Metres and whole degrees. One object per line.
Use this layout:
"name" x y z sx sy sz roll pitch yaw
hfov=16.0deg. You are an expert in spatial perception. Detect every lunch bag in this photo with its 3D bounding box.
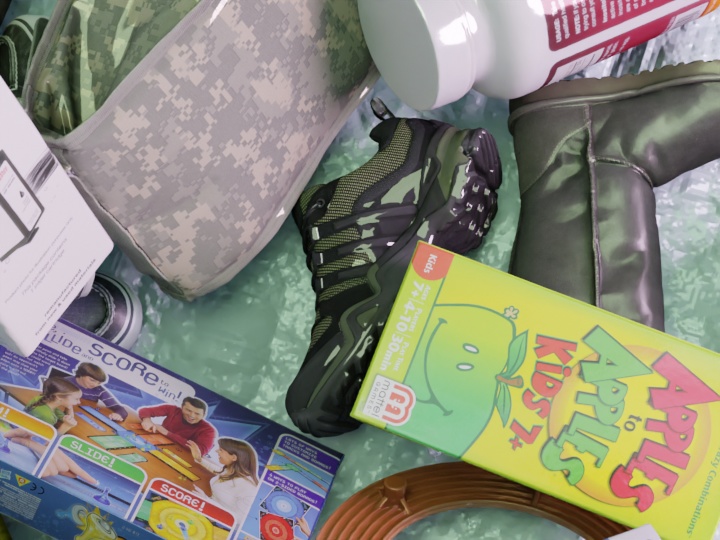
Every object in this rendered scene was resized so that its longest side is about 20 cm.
"lunch bag" -0.096 -0.103 1.421 0.117 0.164 0.200 19 68 36

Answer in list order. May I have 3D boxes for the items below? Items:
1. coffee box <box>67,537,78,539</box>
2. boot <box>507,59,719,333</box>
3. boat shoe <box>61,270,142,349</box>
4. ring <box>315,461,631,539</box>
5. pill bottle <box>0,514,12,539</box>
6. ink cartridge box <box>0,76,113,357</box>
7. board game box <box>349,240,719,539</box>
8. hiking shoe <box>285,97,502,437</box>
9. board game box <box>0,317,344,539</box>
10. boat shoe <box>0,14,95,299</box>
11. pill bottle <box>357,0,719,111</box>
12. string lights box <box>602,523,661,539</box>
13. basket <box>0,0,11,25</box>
"coffee box" -0.147 0.204 1.320 0.044 0.200 0.123 -34 85 39
"boot" 0.159 -0.010 1.425 0.181 0.073 0.200 -8 63 18
"boat shoe" -0.227 0.022 1.445 0.200 0.091 0.071 -2 71 5
"ring" 0.073 0.159 1.341 0.200 0.019 0.201 3 34 -2
"pill bottle" -0.253 0.135 1.375 0.112 0.112 0.200 -26 85 -3
"ink cartridge box" -0.231 -0.059 1.309 0.146 0.200 0.084 29 73 27
"board game box" 0.107 0.068 1.358 0.200 0.048 0.102 21 86 10
"hiking shoe" 0.000 0.000 1.448 0.101 0.076 0.200 20 71 30
"board game box" -0.118 0.102 1.368 0.200 0.034 0.135 26 33 -1
"boat shoe" -0.194 -0.071 1.458 0.064 0.071 0.200 3 48 -21
"pill bottle" 0.104 -0.165 1.437 0.200 0.113 0.113 -24 69 -22
"string lights box" 0.075 0.202 1.224 0.200 0.059 0.103 -16 52 -23
"basket" -0.251 -0.226 1.516 0.180 0.136 0.200 7 75 20
